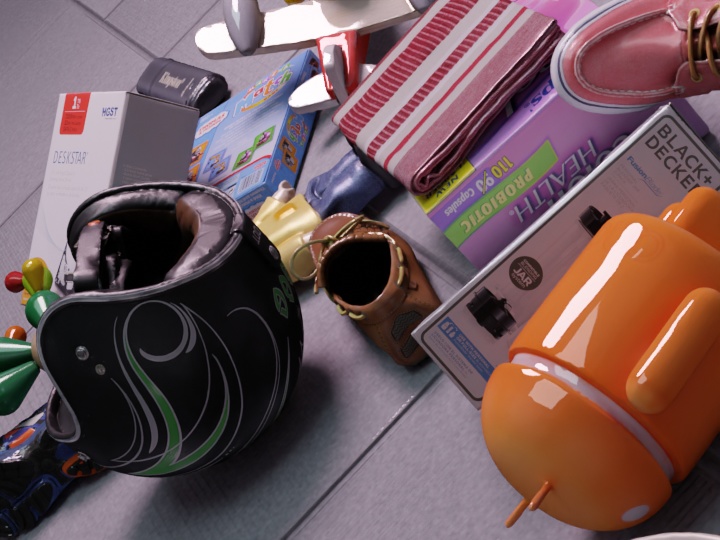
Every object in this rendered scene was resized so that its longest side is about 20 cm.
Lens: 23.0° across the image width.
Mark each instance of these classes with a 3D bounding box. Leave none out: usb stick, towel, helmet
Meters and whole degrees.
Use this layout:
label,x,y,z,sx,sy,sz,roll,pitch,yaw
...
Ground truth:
label,x,y,z,sx,sy,sz,roll,pitch,yaw
usb stick,-0.194,-0.198,1.902,0.055,0.033,0.200,-48,26,-8
towel,0.056,-0.129,1.213,0.144,0.023,0.200,-47,23,2
helmet,-0.139,0.053,1.266,0.199,0.191,0.200,-8,34,5

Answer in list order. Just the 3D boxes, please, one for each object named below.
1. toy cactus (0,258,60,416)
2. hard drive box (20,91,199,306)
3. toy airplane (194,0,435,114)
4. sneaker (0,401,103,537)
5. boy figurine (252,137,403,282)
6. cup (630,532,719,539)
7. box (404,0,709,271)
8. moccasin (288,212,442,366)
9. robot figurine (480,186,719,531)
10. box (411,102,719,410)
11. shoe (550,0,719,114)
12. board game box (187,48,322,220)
label,x,y,z,sx,sy,sz,roll,pitch,yaw
toy cactus,-0.282,0.059,1.471,0.164,0.103,0.200,-9,31,29
hard drive box,-0.226,-0.054,1.586,0.156,0.076,0.201,5,84,58
toy airplane,-0.025,-0.236,1.574,0.200,0.142,0.199,-39,42,-24
sneaker,-0.263,0.153,1.456,0.199,0.076,0.079,-29,19,15
boy figurine,-0.060,-0.035,1.423,0.200,0.064,0.124,-38,29,7
cup,0.125,0.223,0.664,0.200,0.143,0.201,-35,27,20
box,0.113,-0.100,1.219,0.176,0.097,0.200,-42,26,7
moccasin,-0.001,0.001,1.261,0.074,0.078,0.202,-41,26,8
robot figurine,0.141,0.052,0.930,0.200,0.117,0.144,-51,39,-14
box,0.126,-0.010,1.056,0.200,0.060,0.117,-43,-2,5
shoe,0.216,-0.142,1.061,0.199,0.072,0.091,-13,6,-4
board game box,-0.111,-0.103,1.629,0.151,0.037,0.201,-28,32,33
